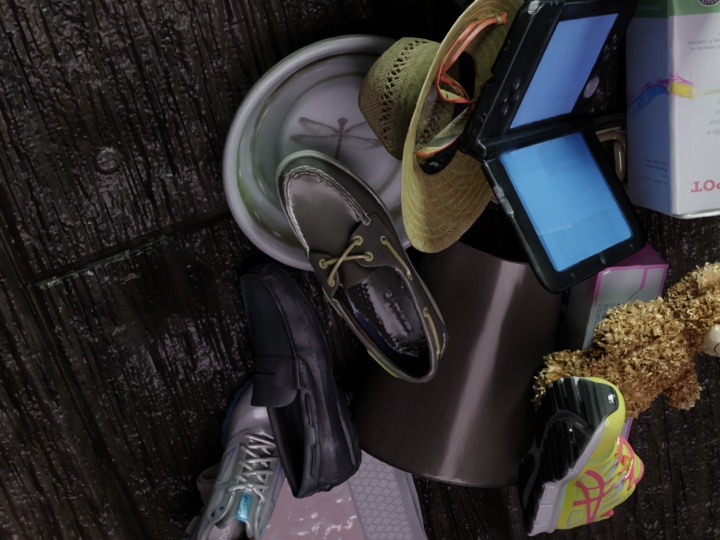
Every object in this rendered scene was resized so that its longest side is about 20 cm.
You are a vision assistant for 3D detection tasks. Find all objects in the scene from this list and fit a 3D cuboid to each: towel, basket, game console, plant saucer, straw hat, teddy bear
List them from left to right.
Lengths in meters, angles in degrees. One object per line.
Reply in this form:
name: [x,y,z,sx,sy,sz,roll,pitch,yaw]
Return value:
towel: [-0.037,0.233,1.283,0.190,0.032,0.201,-20,123,-7]
plant saucer: [-0.015,-0.096,1.081,0.199,0.050,0.201,-8,122,-14]
straw hat: [0.046,-0.121,0.999,0.201,0.085,0.202,-45,148,-39]
basket: [0.094,0.061,1.166,0.179,0.136,0.201,12,112,-8]
game console: [0.169,-0.102,1.010,0.200,0.116,0.177,-21,140,-57]
teddy bear: [0.231,0.075,1.119,0.199,0.067,0.146,-21,127,-5]

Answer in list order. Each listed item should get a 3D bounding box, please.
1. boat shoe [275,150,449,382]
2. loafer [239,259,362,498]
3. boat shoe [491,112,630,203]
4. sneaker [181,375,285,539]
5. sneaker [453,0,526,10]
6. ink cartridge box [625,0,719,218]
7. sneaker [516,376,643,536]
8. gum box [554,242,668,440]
boat shoe: [0.003,-0.002,1.053,0.072,0.060,0.202,-30,108,13]
loafer: [-0.059,0.091,1.133,0.070,0.068,0.202,-27,104,-35]
boat shoe: [0.187,-0.086,1.149,0.199,0.063,0.074,-3,121,-18]
sneaker: [-0.094,0.184,1.172,0.075,0.087,0.201,18,91,-10]
sneaker: [0.071,-0.217,1.024,0.108,0.070,0.201,-29,118,-6]
ink cartridge box: [0.292,-0.151,1.099,0.144,0.087,0.201,-7,101,-15]
sneaker: [0.184,0.144,1.089,0.090,0.079,0.200,1,147,-7]
gum box: [0.197,0.045,1.200,0.066,0.114,0.201,-3,121,-17]
